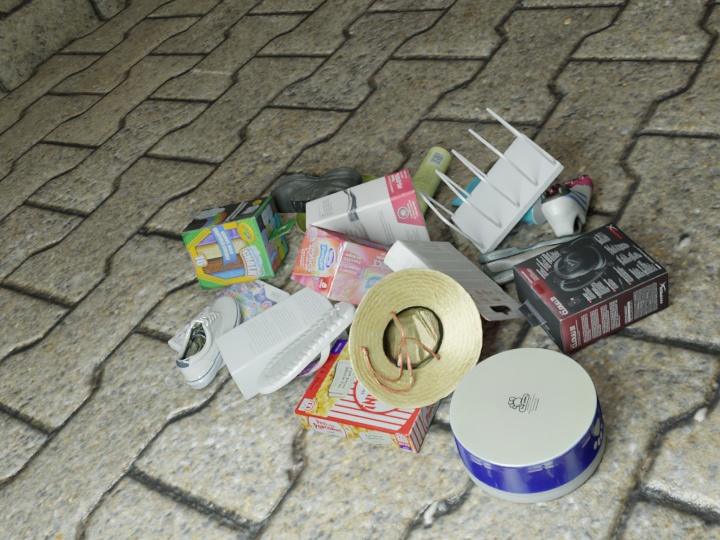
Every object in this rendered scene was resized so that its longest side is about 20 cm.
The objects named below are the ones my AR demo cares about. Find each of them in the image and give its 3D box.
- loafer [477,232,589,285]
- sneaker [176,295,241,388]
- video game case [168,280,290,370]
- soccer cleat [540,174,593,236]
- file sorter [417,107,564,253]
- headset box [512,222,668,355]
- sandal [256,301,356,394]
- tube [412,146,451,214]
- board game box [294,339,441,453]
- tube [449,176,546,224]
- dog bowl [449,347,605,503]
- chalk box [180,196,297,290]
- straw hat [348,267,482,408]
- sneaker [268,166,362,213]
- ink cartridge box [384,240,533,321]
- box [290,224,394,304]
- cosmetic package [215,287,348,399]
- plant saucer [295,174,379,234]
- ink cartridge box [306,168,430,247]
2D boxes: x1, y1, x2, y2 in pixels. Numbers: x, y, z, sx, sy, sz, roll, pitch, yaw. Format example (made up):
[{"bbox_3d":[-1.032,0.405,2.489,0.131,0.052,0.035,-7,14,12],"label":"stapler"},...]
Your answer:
[{"bbox_3d":[0.295,-0.016,1.348,0.198,0.064,0.072,-11,-1,12],"label":"loafer"},{"bbox_3d":[-0.259,0.107,1.422,0.072,0.071,0.201,-7,40,18],"label":"sneaker"},{"bbox_3d":[-0.239,0.092,1.504,0.142,0.018,0.200,20,54,42],"label":"video game case"},{"bbox_3d":[0.357,-0.108,1.405,0.069,0.087,0.200,-17,5,33],"label":"soccer cleat"},{"bbox_3d":[0.218,-0.159,1.424,0.200,0.124,0.139,-50,35,12],"label":"file sorter"},{"bbox_3d":[0.337,0.028,1.242,0.198,0.078,0.149,-25,38,-6],"label":"headset box"},{"bbox_3d":[-0.077,0.132,1.295,0.202,0.050,0.082,-41,23,-2],"label":"sandal"},{"bbox_3d":[0.119,-0.159,1.609,0.058,0.052,0.201,-43,14,55],"label":"tube"},{"bbox_3d":[0.021,0.185,1.241,0.198,0.047,0.152,5,45,30],"label":"board game box"},{"bbox_3d":[0.255,-0.129,1.505,0.077,0.051,0.199,-42,37,-20],"label":"tube"},{"bbox_3d":[0.221,0.201,1.096,0.198,0.079,0.201,-14,38,11],"label":"dog bowl"},{"bbox_3d":[-0.214,-0.057,1.566,0.198,0.125,0.125,-9,22,16],"label":"chalk box"},{"bbox_3d":[0.074,0.098,1.201,0.199,0.203,0.085,-24,-3,-3],"label":"straw hat"},{"bbox_3d":[-0.094,-0.144,1.625,0.198,0.076,0.091,-13,44,16],"label":"sneaker"},{"bbox_3d":[0.154,0.028,1.282,0.200,0.160,0.050,45,115,28],"label":"ink cartridge box"},{"bbox_3d":[0.000,0.000,1.342,0.102,0.199,0.096,25,98,43],"label":"box"},{"bbox_3d":[-0.132,0.116,1.378,0.199,0.072,0.102,-29,39,-9],"label":"cosmetic package"},{"bbox_3d":[-0.033,-0.121,1.647,0.198,0.031,0.201,-14,37,11],"label":"plant saucer"},{"bbox_3d":[0.015,-0.074,1.472,0.198,0.146,0.085,-17,36,6],"label":"ink cartridge box"}]
